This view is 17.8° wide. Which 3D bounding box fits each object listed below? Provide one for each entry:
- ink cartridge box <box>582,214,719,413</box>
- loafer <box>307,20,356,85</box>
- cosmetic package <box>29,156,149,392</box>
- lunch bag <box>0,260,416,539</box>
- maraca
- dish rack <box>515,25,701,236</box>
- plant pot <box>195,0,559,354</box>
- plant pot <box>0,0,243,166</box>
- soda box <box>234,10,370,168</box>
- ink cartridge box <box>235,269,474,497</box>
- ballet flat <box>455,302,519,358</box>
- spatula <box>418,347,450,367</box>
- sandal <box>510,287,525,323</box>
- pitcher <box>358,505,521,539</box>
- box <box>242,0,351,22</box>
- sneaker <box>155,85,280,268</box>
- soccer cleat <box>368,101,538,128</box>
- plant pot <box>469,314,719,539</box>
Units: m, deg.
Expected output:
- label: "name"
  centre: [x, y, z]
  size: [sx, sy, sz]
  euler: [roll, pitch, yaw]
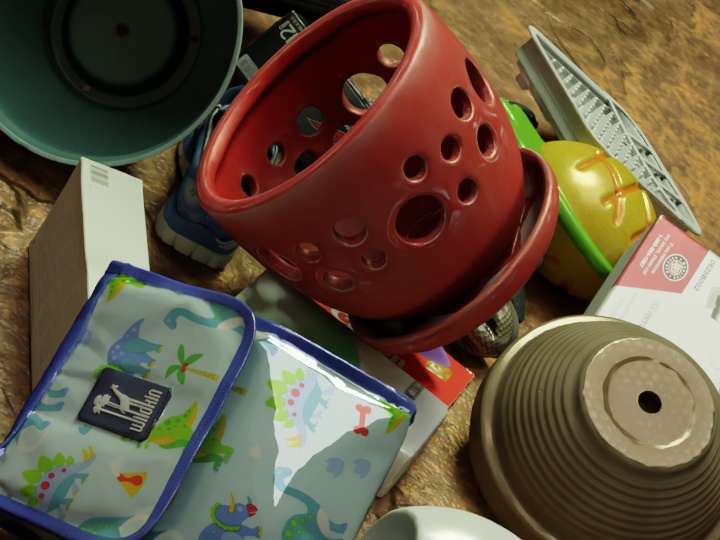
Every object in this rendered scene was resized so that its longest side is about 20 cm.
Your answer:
- label: "ink cartridge box"
  centre: [0.260, 0.079, 1.728]
  size: [0.200, 0.083, 0.147]
  euler: [35, 65, 0]
- label: "loafer"
  centre: [-0.024, -0.112, 1.808]
  size: [0.063, 0.072, 0.200]
  euler: [55, 10, -49]
- label: "cosmetic package"
  centre: [-0.169, 0.024, 1.444]
  size: [0.051, 0.083, 0.200]
  euler: [22, 33, -25]
- label: "lunch bag"
  centre: [-0.095, 0.109, 1.301]
  size: [0.200, 0.127, 0.170]
  euler: [30, 65, -3]
- label: "maraca"
  centre: [0.167, -0.054, 1.836]
  size: [0.200, 0.107, 0.137]
  euler: [50, 13, -23]
- label: "dish rack"
  centre: [0.207, -0.110, 1.991]
  size: [0.200, 0.044, 0.172]
  euler: [36, 22, -46]
- label: "plant pot"
  centre: [0.018, -0.058, 1.542]
  size: [0.183, 0.200, 0.201]
  euler: [46, 23, -29]
- label: "plant pot"
  centre: [-0.176, -0.174, 1.632]
  size: [0.200, 0.200, 0.134]
  euler: [36, 4, 1]
- label: "soda box"
  centre: [-0.011, -0.092, 1.687]
  size: [0.200, 0.063, 0.071]
  euler: [54, 5, 2]
- label: "ink cartridge box"
  centre: [-0.003, 0.053, 1.602]
  size: [0.161, 0.050, 0.200]
  euler: [38, 33, 4]
- label: "ballet flat"
  centre: [0.061, -0.016, 1.748]
  size: [0.046, 0.067, 0.200]
  euler: [11, 44, -43]
- label: "spatula"
  centre: [0.000, 0.000, 1.685]
  size: [0.200, 0.021, 0.056]
  euler: [45, 13, 36]
- label: "sandal"
  centre: [0.098, -0.033, 1.808]
  size: [0.045, 0.075, 0.200]
  euler: [-10, 48, 2]
- label: "pitcher"
  centre: [0.080, 0.245, 1.365]
  size: [0.200, 0.121, 0.172]
  euler: [35, 44, -22]
- label: "box"
  centre: [-0.081, -0.265, 1.792]
  size: [0.200, 0.104, 0.182]
  euler: [14, -2, -10]
- label: "sneaker"
  centre: [-0.087, -0.084, 1.666]
  size: [0.078, 0.089, 0.200]
  euler: [29, 30, -12]
- label: "soccer cleat"
  centre: [0.073, -0.120, 1.906]
  size: [0.073, 0.068, 0.200]
  euler: [35, 25, 30]
- label: "plant pot"
  centre: [0.183, 0.110, 1.585]
  size: [0.200, 0.093, 0.201]
  euler: [9, 60, -15]
